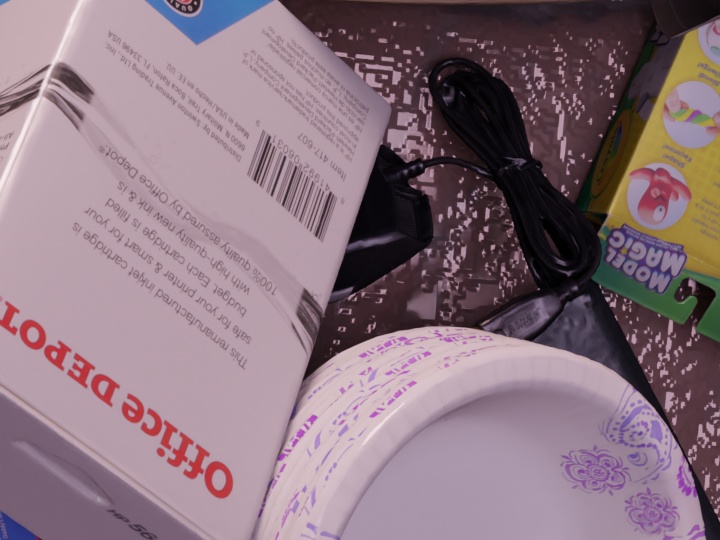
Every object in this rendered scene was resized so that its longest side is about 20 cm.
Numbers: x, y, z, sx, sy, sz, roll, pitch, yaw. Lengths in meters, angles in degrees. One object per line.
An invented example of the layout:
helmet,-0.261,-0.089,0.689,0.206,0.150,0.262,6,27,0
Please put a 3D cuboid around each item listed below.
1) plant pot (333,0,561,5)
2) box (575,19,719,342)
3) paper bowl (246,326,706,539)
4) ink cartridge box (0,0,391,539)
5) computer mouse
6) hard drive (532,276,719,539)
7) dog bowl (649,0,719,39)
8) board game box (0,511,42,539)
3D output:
plant pot,0.017,-0.194,0.849,0.175,0.200,0.202,-9,96,3
box,0.179,-0.068,0.969,0.117,0.048,0.201,25,85,-15
paper bowl,0.028,0.122,0.818,0.199,0.104,0.203,-5,100,-32
ink cartridge box,-0.086,-0.013,0.768,0.146,0.084,0.201,41,53,-33
computer mouse,0.000,0.000,0.900,0.199,0.046,0.141,-23,60,-19
hard drive,0.088,0.121,0.964,0.139,0.033,0.201,-30,101,-10
dog bowl,0.135,-0.196,0.859,0.058,0.200,0.202,-9,96,3
board game box,-0.083,0.156,0.880,0.133,0.045,0.202,-10,106,5
